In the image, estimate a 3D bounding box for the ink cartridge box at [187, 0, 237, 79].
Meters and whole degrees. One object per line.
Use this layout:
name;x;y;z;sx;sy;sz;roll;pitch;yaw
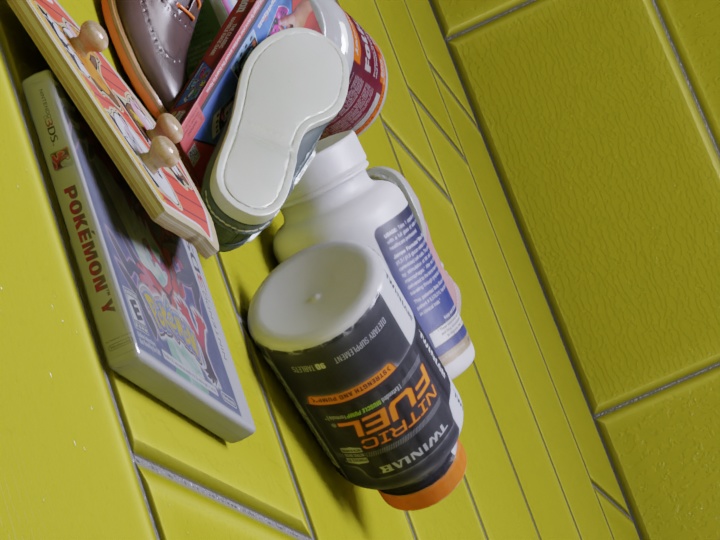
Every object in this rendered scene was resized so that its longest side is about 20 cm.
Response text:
ink cartridge box;-0.105;-0.144;1.717;0.104;0.059;0.201;-15;82;-81

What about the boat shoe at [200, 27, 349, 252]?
boat shoe;-0.064;-0.090;1.594;0.073;0.062;0.201;28;45;-7

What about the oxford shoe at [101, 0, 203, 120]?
oxford shoe;-0.135;-0.192;1.609;0.071;0.072;0.201;48;27;-64

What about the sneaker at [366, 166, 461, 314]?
sneaker;0.039;-0.003;2.137;0.105;0.075;0.201;-55;129;-74

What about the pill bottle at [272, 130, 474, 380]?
pill bottle;0.000;0.000;1.803;0.111;0.111;0.201;-69;135;-77

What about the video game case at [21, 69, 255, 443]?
video game case;-0.127;-0.004;1.377;0.200;0.023;0.183;43;25;-67

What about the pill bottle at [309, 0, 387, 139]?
pill bottle;-0.051;-0.170;1.915;0.200;0.114;0.115;26;41;-76

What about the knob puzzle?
knob puzzle;-0.134;-0.095;1.408;0.220;0.030;0.220;54;4;-6

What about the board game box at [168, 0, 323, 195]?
board game box;-0.077;-0.121;1.631;0.201;0.019;0.103;-64;144;-39

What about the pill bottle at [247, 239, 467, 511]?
pill bottle;0.007;0.082;1.663;0.107;0.106;0.200;-102;165;-51
